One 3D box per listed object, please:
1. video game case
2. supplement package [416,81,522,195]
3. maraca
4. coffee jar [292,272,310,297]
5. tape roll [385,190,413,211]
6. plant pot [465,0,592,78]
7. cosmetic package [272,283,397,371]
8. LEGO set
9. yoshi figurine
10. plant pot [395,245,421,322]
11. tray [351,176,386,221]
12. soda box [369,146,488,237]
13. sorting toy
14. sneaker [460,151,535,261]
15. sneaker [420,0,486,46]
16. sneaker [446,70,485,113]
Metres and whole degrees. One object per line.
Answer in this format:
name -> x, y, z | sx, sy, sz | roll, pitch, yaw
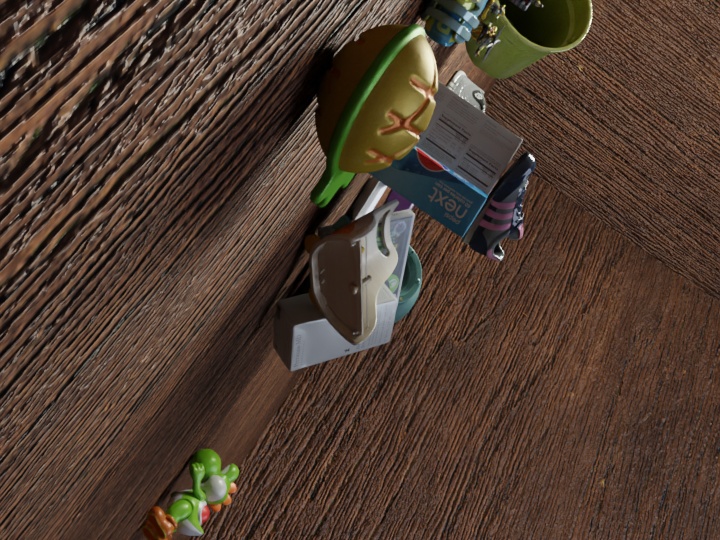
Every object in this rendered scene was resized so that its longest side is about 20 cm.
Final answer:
video game case -> 0.000, 0.000, 1.377 | 0.178, 0.023, 0.204 | -14, 131, -29
supplement package -> 0.133, -0.196, 1.292 | 0.112, 0.198, 0.156 | -54, 177, -12
maraca -> 0.006, -0.142, 0.763 | 0.137, 0.106, 0.201 | -42, 167, -46
coffee jar -> -0.052, 0.029, 1.458 | 0.085, 0.104, 0.202 | 17, 110, -50
tape roll -> 0.143, -0.238, 2.162 | 0.202, 0.065, 0.200 | -58, 177, -4
plant pot -> 0.284, -0.447, 1.462 | 0.202, 0.199, 0.184 | -55, -173, -21
cosmetic package -> -0.042, 0.087, 1.348 | 0.196, 0.074, 0.103 | -15, 132, -28
LEGO set -> 0.228, -0.426, 1.231 | 0.202, 0.115, 0.154 | -59, 176, 38
yoshi figurine -> -0.314, 0.402, 1.480 | 0.199, 0.111, 0.114 | -34, 122, -43
plant pot -> 0.039, 0.010, 1.552 | 0.202, 0.199, 0.134 | -55, -166, -21
tray -> 0.016, -0.142, 1.601 | 0.109, 0.022, 0.200 | -58, 176, 3
soda box -> 0.086, -0.134, 1.171 | 0.069, 0.198, 0.064 | -56, 176, 13
sorting toy -> 0.007, -0.024, 1.276 | 0.179, 0.105, 0.204 | -39, 140, -39
sneaker -> 0.235, -0.096, 1.266 | 0.070, 0.081, 0.201 | -51, 174, -42
sneaker -> 0.129, -0.340, 0.961 | 0.132, 0.079, 0.200 | -58, 176, -5
sneaker -> 0.218, -0.349, 1.794 | 0.202, 0.114, 0.075 | -55, 177, -25
